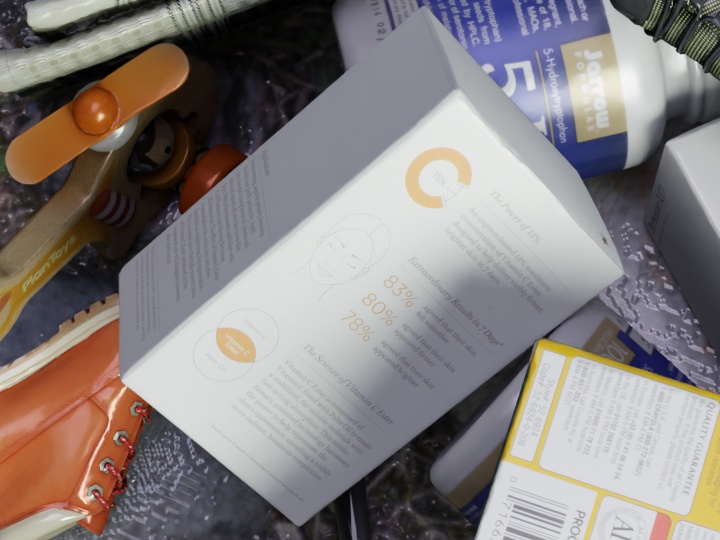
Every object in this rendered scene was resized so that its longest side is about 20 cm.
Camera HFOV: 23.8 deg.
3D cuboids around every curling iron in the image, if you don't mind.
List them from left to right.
[{"bbox_3d":[-0.022,0.068,0.892,0.049,0.026,0.202,-22,74,20],"label":"curling iron"}]

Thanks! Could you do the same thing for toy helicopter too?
[{"bbox_3d":[-0.139,-0.038,0.864,0.079,0.133,0.200,33,63,15],"label":"toy helicopter"}]

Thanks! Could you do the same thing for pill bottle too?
[{"bbox_3d":[0.094,-0.104,0.878,0.198,0.120,0.121,-14,70,0],"label":"pill bottle"},{"bbox_3d":[0.142,0.119,0.800,0.200,0.120,0.120,41,79,4],"label":"pill bottle"}]

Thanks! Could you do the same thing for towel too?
[{"bbox_3d":[-0.095,-0.135,0.882,0.198,0.193,0.035,-21,94,-2],"label":"towel"}]

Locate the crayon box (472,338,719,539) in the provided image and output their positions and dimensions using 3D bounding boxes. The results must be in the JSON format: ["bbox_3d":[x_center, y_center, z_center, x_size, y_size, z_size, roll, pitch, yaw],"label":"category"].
[{"bbox_3d":[0.144,0.120,0.667,0.198,0.052,0.127,17,74,11],"label":"crayon box"}]

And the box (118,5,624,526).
[{"bbox_3d":[0.000,0.000,0.790,0.200,0.124,0.098,-39,28,15],"label":"box"}]

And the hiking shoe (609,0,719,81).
[{"bbox_3d":[0.166,-0.115,0.789,0.100,0.076,0.202,-11,72,-5],"label":"hiking shoe"}]

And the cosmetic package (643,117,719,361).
[{"bbox_3d":[0.224,0.023,0.837,0.084,0.108,0.201,-25,70,-6],"label":"cosmetic package"}]

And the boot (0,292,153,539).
[{"bbox_3d":[-0.131,0.075,0.879,0.199,0.075,0.108,-28,78,1],"label":"boot"}]
